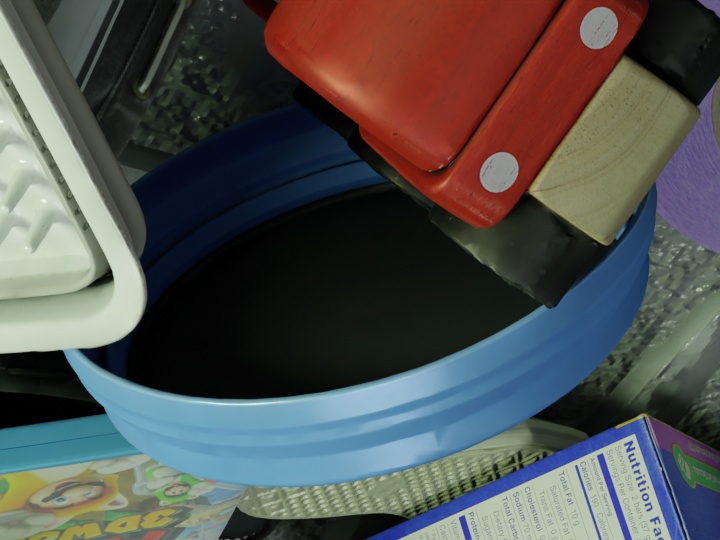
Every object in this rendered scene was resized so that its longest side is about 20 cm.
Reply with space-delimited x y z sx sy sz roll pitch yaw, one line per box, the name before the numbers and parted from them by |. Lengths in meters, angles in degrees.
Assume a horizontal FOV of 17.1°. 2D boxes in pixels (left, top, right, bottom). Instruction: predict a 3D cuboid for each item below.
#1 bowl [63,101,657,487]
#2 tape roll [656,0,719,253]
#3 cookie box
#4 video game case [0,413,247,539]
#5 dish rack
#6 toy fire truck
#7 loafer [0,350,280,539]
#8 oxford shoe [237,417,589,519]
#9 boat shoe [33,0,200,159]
bowl | 0.000 0.000 0.780 0.199 0.201 0.040 -14 120 4
tape roll | 0.180 -0.089 0.821 0.199 0.066 0.201 -7 139 -6
cookie box | 0.074 0.145 1.025 0.199 0.076 0.171 -26 157 18
video game case | -0.120 0.103 0.897 0.142 0.018 0.200 -8 155 -21
dish rack | -0.154 -0.061 0.661 0.171 0.044 0.201 -5 129 28
toy fire truck | -0.003 -0.109 0.687 0.199 0.176 0.129 32 97 -31
loafer | -0.100 0.068 0.936 0.068 0.071 0.200 -29 136 22
oxford shoe | 0.021 0.067 0.976 0.199 0.058 0.075 7 141 -42
boat shoe | -0.105 -0.030 0.767 0.071 0.072 0.201 25 96 -39
